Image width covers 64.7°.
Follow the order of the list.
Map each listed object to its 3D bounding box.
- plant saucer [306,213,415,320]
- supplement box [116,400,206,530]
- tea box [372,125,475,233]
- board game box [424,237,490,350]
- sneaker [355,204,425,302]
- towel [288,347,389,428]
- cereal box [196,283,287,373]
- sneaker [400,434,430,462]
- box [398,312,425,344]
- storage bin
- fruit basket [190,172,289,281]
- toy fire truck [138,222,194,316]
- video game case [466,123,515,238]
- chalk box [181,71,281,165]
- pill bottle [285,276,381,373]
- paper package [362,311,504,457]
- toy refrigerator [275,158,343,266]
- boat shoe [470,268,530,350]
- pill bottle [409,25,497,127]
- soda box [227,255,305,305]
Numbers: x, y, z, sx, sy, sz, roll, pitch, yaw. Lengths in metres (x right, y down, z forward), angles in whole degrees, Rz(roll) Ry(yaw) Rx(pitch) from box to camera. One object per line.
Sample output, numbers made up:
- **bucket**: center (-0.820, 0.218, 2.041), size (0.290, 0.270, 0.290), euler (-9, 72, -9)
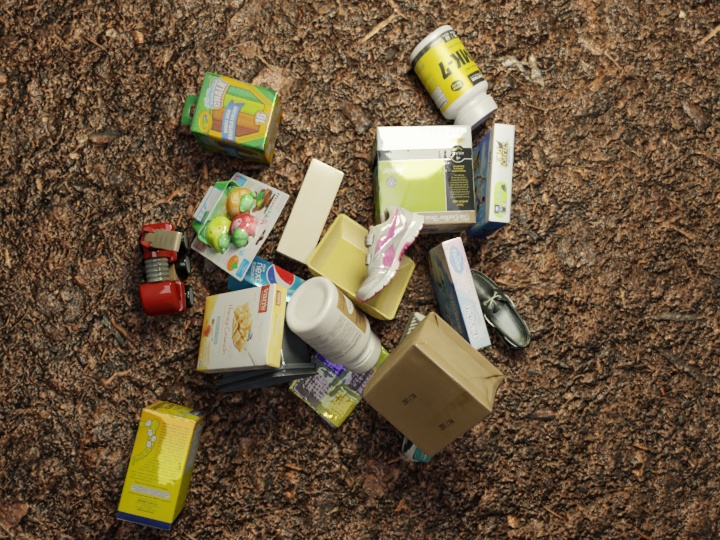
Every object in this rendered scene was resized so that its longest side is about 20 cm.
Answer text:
- **plant saucer**: center (0.000, 0.000, 1.157), size (0.196, 0.049, 0.202), euler (32, 40, -1)
- **supplement box**: center (-0.386, 0.376, 1.115), size (0.106, 0.109, 0.207), euler (13, 85, -3)
- **tea box**: center (0.126, -0.182, 1.178), size (0.192, 0.134, 0.205), euler (-1, 85, -3)
- **board game box**: center (0.187, 0.050, 1.133), size (0.042, 0.199, 0.207), euler (-15, 86, -5)
- **sneaker**: center (0.039, -0.036, 1.069), size (0.087, 0.081, 0.203), euler (31, 77, -1)
- **towel**: center (-0.041, 0.213, 1.194), size (0.143, 0.023, 0.201), euler (42, 84, 0)
- **cereal box**: center (-0.223, 0.111, 1.059), size (0.195, 0.039, 0.149), euler (-12, 66, 36)
- **sneaker**: center (0.155, 0.302, 1.187), size (0.078, 0.077, 0.204), euler (29, 89, -20)
- **box**: center (0.106, 0.195, 1.182), size (0.080, 0.068, 0.206), euler (22, 84, -2)
- **storage bin**: center (-0.183, 0.153, 1.120), size (0.195, 0.144, 0.139), euler (-17, 74, 33)
- **fruit basket**: center (-0.246, -0.097, 1.123), size (0.093, 0.198, 0.189), euler (35, 84, -44)
- **toy fire truck**: center (-0.379, -0.008, 1.096), size (0.124, 0.200, 0.183), euler (-6, 86, -4)
- **video game case**: center (0.259, -0.173, 1.153), size (0.044, 0.200, 0.189), euler (5, 85, -2)
- **chalk box**: center (-0.270, -0.312, 1.164), size (0.193, 0.124, 0.129), euler (13, 85, -3)
- **pill bottle**: center (-0.044, 0.113, 1.092), size (0.115, 0.114, 0.200), euler (-49, 131, -6)
- **paper package**: center (0.130, 0.215, 1.046), size (0.189, 0.104, 0.201), euler (40, 129, 2)
- **toy refrigerator**: center (-0.107, -0.120, 1.192), size (0.074, 0.070, 0.206), euler (21, 85, -9)
- **boat shoe**: center (0.292, 0.079, 1.207), size (0.075, 0.060, 0.201), euler (-42, 90, -6)
- **pill bottle**: center (0.200, -0.400, 1.210), size (0.113, 0.114, 0.203), euler (-34, 89, -6)
- **soda box**: center (-0.171, 0.040, 1.164), size (0.195, 0.068, 0.065), euler (26, 55, -2)
